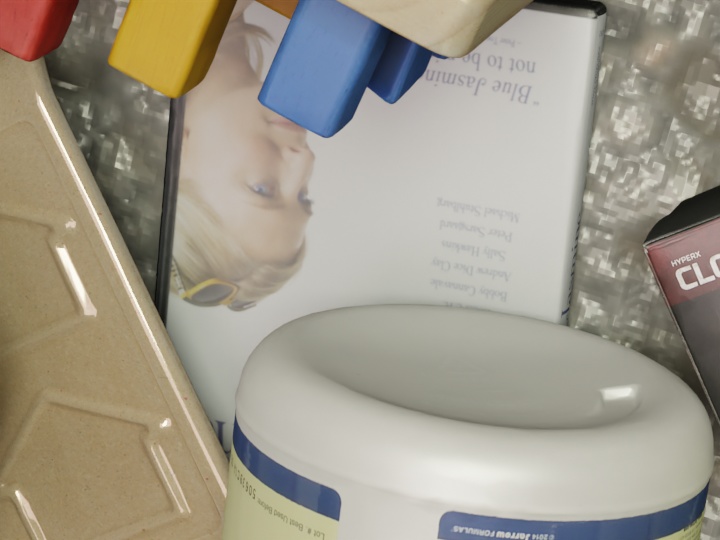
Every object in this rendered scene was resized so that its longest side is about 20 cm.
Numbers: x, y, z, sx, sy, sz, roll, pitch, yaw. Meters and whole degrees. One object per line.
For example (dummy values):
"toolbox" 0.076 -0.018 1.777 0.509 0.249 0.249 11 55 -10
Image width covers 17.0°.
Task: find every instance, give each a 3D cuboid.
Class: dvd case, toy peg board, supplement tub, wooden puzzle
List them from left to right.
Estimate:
"wooden puzzle" -0.135 0.042 0.833 0.185 0.046 0.200 -23 90 29
"toy peg board" -0.041 -0.105 0.701 0.199 0.200 0.098 30 117 8
"dvd case" 0.000 0.000 0.803 0.142 0.018 0.201 10 106 14
"supplement tub" 0.024 0.123 0.737 0.145 0.145 0.201 11 106 14

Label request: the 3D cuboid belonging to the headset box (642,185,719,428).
"headset box" 0.187 0.031 0.723 0.149 0.077 0.200 -23 94 20
